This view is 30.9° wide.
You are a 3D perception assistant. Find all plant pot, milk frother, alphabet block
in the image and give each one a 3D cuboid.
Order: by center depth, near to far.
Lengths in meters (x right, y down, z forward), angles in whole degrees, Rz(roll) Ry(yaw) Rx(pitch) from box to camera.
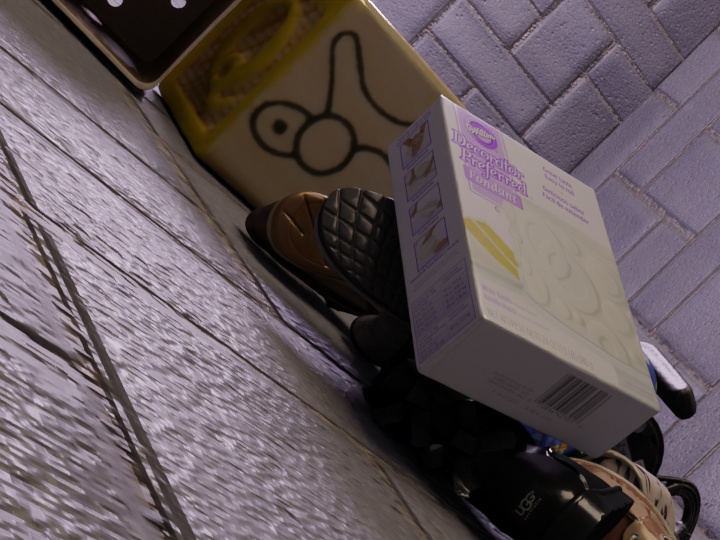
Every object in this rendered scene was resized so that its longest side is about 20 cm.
[{"bbox_3d":[-0.188,-0.284,1.135,0.200,0.200,0.177,45,-6,-7],"label":"plant pot"},{"bbox_3d":[-0.033,-0.139,1.162,0.200,0.195,0.196,44,4,-32],"label":"alphabet block"},{"bbox_3d":[0.245,0.184,1.336,0.188,0.179,0.201,-121,-151,-67],"label":"milk frother"}]

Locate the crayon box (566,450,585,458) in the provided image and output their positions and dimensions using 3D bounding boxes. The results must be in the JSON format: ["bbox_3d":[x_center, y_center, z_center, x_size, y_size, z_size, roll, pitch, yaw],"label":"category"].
[{"bbox_3d":[0.138,0.082,1.159,0.200,0.058,0.119,49,35,11],"label":"crayon box"}]

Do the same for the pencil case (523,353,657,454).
[{"bbox_3d":[0.164,0.100,1.037,0.078,0.087,0.200,7,13,38],"label":"pencil case"}]

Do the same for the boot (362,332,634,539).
[{"bbox_3d":[0.088,0.119,0.829,0.162,0.073,0.198,41,2,19],"label":"boot"}]

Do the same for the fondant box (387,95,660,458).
[{"bbox_3d":[0.096,0.000,0.806,0.144,0.058,0.201,27,35,-28],"label":"fondant box"}]

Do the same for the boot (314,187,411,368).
[{"bbox_3d":[0.026,0.029,0.884,0.200,0.070,0.131,36,-29,-19],"label":"boot"}]

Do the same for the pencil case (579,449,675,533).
[{"bbox_3d":[0.222,0.210,1.124,0.077,0.090,0.200,17,-8,24],"label":"pencil case"}]

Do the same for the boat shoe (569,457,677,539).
[{"bbox_3d":[0.206,0.219,0.954,0.200,0.076,0.072,45,7,8],"label":"boat shoe"}]

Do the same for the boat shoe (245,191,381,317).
[{"bbox_3d":[0.000,0.000,0.977,0.199,0.073,0.072,25,-16,-34],"label":"boat shoe"}]
